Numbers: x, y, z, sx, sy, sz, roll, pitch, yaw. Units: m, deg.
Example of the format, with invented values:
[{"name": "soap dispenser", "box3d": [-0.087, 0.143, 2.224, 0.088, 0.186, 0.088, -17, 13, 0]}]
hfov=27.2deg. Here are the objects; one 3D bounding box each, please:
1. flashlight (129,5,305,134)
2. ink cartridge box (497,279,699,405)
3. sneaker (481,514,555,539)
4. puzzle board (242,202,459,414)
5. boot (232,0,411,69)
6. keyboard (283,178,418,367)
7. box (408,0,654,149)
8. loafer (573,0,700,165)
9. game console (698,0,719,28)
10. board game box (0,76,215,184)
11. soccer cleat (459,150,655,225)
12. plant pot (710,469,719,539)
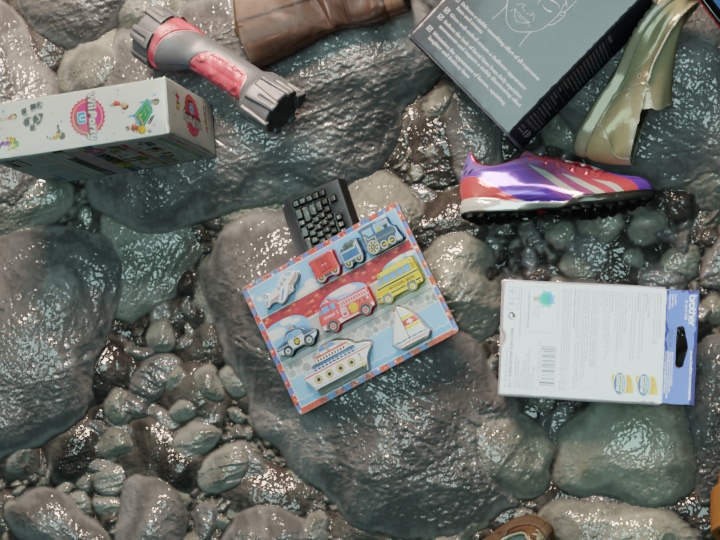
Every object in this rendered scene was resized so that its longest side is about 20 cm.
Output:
[{"name": "flashlight", "box3d": [-0.157, -0.211, 1.587, 0.200, 0.068, 0.068, 36, 108, 25]}, {"name": "ink cartridge box", "box3d": [0.241, 0.073, 1.509, 0.199, 0.042, 0.120, 2, 88, 16]}, {"name": "sneaker", "box3d": [0.109, 0.316, 1.510, 0.200, 0.076, 0.071, -42, 79, 8]}, {"name": "puzzle board", "box3d": [-0.014, 0.041, 1.567, 0.199, 0.017, 0.151, -29, 80, 17]}, {"name": "boot", "box3d": [-0.063, -0.329, 1.593, 0.199, 0.064, 0.188, -16, 85, 17]}, {"name": "keyboard", "box3d": [0.000, 0.000, 1.581, 0.126, 0.021, 0.201, -20, 84, 12]}, {"name": "box", "box3d": [0.175, -0.250, 1.506, 0.200, 0.107, 0.149, -45, 78, 8]}, {"name": "loafer", "box3d": [0.289, -0.191, 1.497, 0.068, 0.076, 0.201, 32, 104, 12]}, {"name": "game console", "box3d": [0.397, -0.307, 1.450, 0.172, 0.119, 0.201, -37, 80, 9]}, {"name": "board game box", "box3d": [-0.272, -0.147, 1.589, 0.199, 0.147, 0.065, -7, 83, 13]}, {"name": "soccer cleat", "box3d": [0.199, -0.090, 1.516, 0.198, 0.068, 0.074, -3, 79, 15]}, {"name": "plant pot", "box3d": [0.424, 0.174, 1.394, 0.199, 0.200, 0.141, -5, 69, 13]}]
